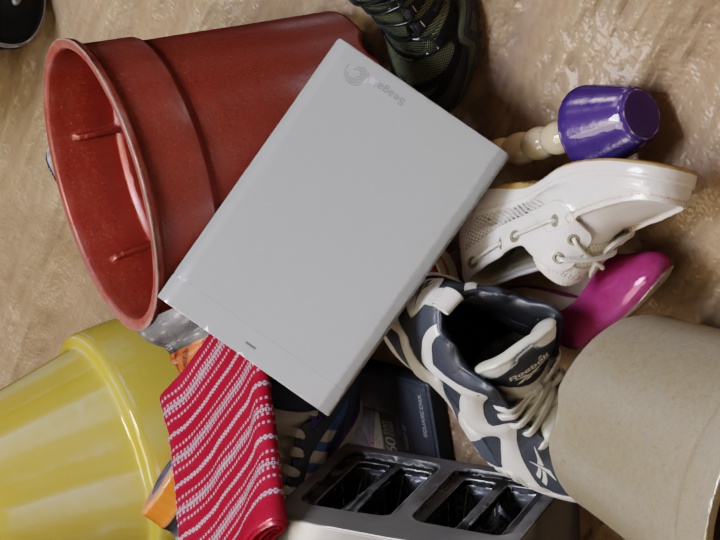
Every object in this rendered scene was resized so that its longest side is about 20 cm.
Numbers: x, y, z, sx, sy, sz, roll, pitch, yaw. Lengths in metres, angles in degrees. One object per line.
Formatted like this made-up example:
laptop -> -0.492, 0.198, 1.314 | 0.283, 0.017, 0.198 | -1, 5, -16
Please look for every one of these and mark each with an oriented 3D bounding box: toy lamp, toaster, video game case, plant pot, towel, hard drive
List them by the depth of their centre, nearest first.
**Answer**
plant pot -> 0.219, 0.113, 1.436 | 0.183, 0.200, 0.201 | 25, 130, 50
hard drive -> -0.017, -0.027, 1.497 | 0.132, 0.200, 0.026 | 35, 178, 4
toy lamp -> 0.112, -0.079, 1.526 | 0.200, 0.058, 0.058 | -17, 99, 52
plant pot -> -0.087, -0.082, 1.604 | 0.201, 0.195, 0.201 | 50, 149, 46
toaster -> 0.041, 0.207, 1.634 | 0.181, 0.200, 0.119 | 7, 109, 21
towel -> -0.098, 0.129, 1.657 | 0.145, 0.022, 0.200 | -51, 37, 42
video game case -> -0.007, 0.127, 1.812 | 0.200, 0.019, 0.143 | 13, 121, 42
plant pot -> -0.230, 0.156, 1.898 | 0.201, 0.189, 0.201 | 49, 149, 43

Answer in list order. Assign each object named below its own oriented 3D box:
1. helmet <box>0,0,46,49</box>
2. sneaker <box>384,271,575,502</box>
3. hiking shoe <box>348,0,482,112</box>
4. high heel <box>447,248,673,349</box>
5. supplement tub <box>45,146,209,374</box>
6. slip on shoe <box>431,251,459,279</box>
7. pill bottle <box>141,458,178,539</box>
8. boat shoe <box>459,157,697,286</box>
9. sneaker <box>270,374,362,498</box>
helmet -> -0.367, -0.210, 1.863 | 0.200, 0.191, 0.200 | 26, 129, 37
sneaker -> 0.106, 0.075, 1.510 | 0.199, 0.079, 0.130 | 49, 168, -5
hiking shoe -> 0.017, -0.185, 1.530 | 0.076, 0.101, 0.200 | 14, 122, 43
high heel -> 0.126, 0.002, 1.552 | 0.096, 0.067, 0.200 | 51, 155, -4
supplement tub -> -0.140, -0.030, 1.779 | 0.123, 0.123, 0.200 | -28, 91, 51
slip on shoe -> 0.000, 0.000, 1.668 | 0.200, 0.061, 0.074 | 23, 123, 62
pill bottle -> -0.066, 0.207, 1.798 | 0.200, 0.106, 0.106 | 33, 140, -6
boat shoe -> 0.134, -0.024, 1.485 | 0.200, 0.071, 0.069 | -16, 65, 55
sneaker -> -0.062, 0.110, 1.678 | 0.081, 0.200, 0.147 | 13, 141, 22
